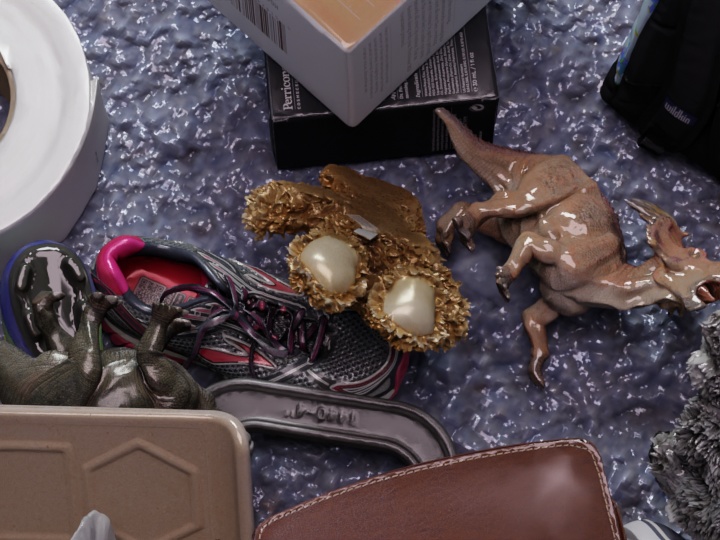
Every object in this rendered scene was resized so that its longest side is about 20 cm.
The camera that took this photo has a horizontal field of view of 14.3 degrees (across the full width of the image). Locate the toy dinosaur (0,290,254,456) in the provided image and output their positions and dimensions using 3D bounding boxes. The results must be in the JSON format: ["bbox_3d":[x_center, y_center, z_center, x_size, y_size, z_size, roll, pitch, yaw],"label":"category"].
[{"bbox_3d":[-0.147,0.067,1.620,0.199,0.077,0.103,12,80,-10],"label":"toy dinosaur"}]

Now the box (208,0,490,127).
[{"bbox_3d":[0.010,-0.217,1.706,0.152,0.106,0.200,41,74,16],"label":"box"}]

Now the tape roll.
[{"bbox_3d":[-0.259,-0.090,1.764,0.201,0.071,0.204,-1,67,2],"label":"tape roll"}]

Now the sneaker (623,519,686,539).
[{"bbox_3d":[0.220,0.218,1.617,0.079,0.079,0.200,-20,60,-21],"label":"sneaker"}]

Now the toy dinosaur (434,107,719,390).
[{"bbox_3d":[0.128,-0.026,1.715,0.135,0.086,0.200,-32,69,-11],"label":"toy dinosaur"}]

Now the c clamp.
[{"bbox_3d":[-0.042,0.150,1.672,0.199,0.027,0.172,2,81,6],"label":"c clamp"}]

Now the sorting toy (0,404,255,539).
[{"bbox_3d":[-0.153,0.154,1.614,0.199,0.186,0.037,3,29,10],"label":"sorting toy"}]

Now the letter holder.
[{"bbox_3d":[0.053,0.178,1.591,0.199,0.101,0.143,-15,83,7],"label":"letter holder"}]

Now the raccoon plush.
[{"bbox_3d":[0.237,0.109,1.569,0.096,0.134,0.200,-16,56,-21],"label":"raccoon plush"}]

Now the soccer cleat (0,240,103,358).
[{"bbox_3d":[-0.176,0.082,1.696,0.064,0.084,0.201,-6,88,-11],"label":"soccer cleat"}]

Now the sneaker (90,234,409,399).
[{"bbox_3d":[-0.069,0.035,1.704,0.199,0.075,0.081,14,68,7],"label":"sneaker"}]

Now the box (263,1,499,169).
[{"bbox_3d":[0.004,-0.174,1.786,0.140,0.079,0.201,-4,68,-4],"label":"box"}]

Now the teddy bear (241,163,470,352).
[{"bbox_3d":[0.000,0.000,1.663,0.144,0.200,0.067,16,106,-21],"label":"teddy bear"}]

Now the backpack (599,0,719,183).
[{"bbox_3d":[0.241,-0.148,1.700,0.163,0.200,0.154,32,73,15],"label":"backpack"}]

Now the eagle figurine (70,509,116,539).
[{"bbox_3d":[-0.160,0.248,1.544,0.200,0.152,0.151,-34,25,7],"label":"eagle figurine"}]
